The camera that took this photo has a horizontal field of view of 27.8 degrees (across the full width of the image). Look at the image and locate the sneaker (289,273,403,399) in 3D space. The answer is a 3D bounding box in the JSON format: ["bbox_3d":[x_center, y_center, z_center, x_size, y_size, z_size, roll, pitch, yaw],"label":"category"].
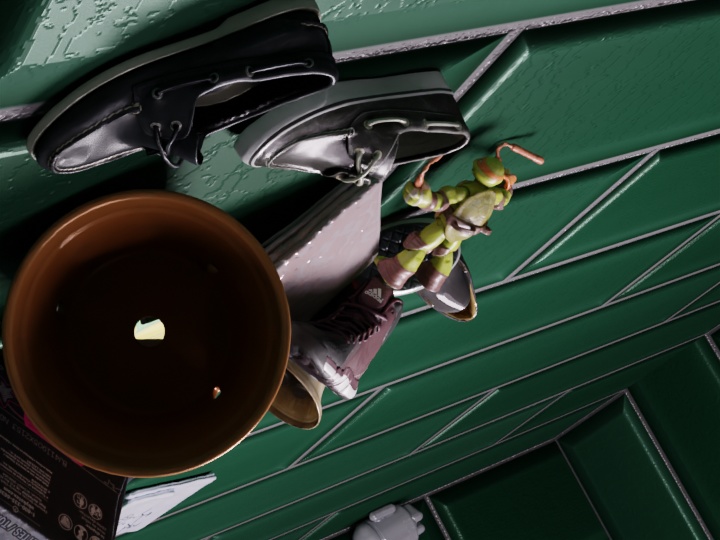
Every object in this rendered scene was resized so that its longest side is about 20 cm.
[{"bbox_3d":[-0.016,0.045,1.330,0.116,0.076,0.200,-54,167,-6],"label":"sneaker"}]

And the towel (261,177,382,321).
[{"bbox_3d":[-0.062,0.010,1.290,0.200,0.032,0.191,-40,164,-15],"label":"towel"}]

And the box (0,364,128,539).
[{"bbox_3d":[-0.292,0.163,1.104,0.115,0.200,0.132,-36,-152,25],"label":"box"}]

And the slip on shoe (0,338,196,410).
[{"bbox_3d":[-0.215,0.079,1.168,0.200,0.076,0.061,-8,126,4],"label":"slip on shoe"}]

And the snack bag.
[{"bbox_3d":[-0.326,0.353,2.088,0.188,0.021,0.200,-36,163,27],"label":"snack bag"}]

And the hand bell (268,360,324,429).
[{"bbox_3d":[-0.025,0.058,1.505,0.200,0.104,0.104,-48,177,-31],"label":"hand bell"}]

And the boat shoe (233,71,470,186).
[{"bbox_3d":[0.001,-0.100,1.077,0.200,0.064,0.071,-17,162,-35],"label":"boat shoe"}]

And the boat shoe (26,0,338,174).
[{"bbox_3d":[-0.104,-0.098,0.892,0.199,0.066,0.075,-25,165,-10],"label":"boat shoe"}]

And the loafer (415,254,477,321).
[{"bbox_3d":[0.093,0.010,1.574,0.073,0.072,0.200,-44,166,5],"label":"loafer"}]

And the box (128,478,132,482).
[{"bbox_3d":[-0.329,0.188,1.365,0.200,0.106,0.122,-10,155,-48],"label":"box"}]

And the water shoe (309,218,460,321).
[{"bbox_3d":[0.000,0.000,1.443,0.200,0.072,0.079,-21,-174,-10],"label":"water shoe"}]

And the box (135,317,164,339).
[{"bbox_3d":[-0.193,0.070,1.291,0.117,0.048,0.200,-21,156,-20],"label":"box"}]

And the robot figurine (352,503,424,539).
[{"bbox_3d":[0.063,0.652,3.594,0.200,0.170,0.113,-27,-151,-26],"label":"robot figurine"}]

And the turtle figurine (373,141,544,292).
[{"bbox_3d":[0.094,-0.050,1.349,0.200,0.064,0.161,-12,144,-54],"label":"turtle figurine"}]

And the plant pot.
[{"bbox_3d":[-0.157,0.047,1.076,0.200,0.200,0.140,-26,-179,-9],"label":"plant pot"}]
